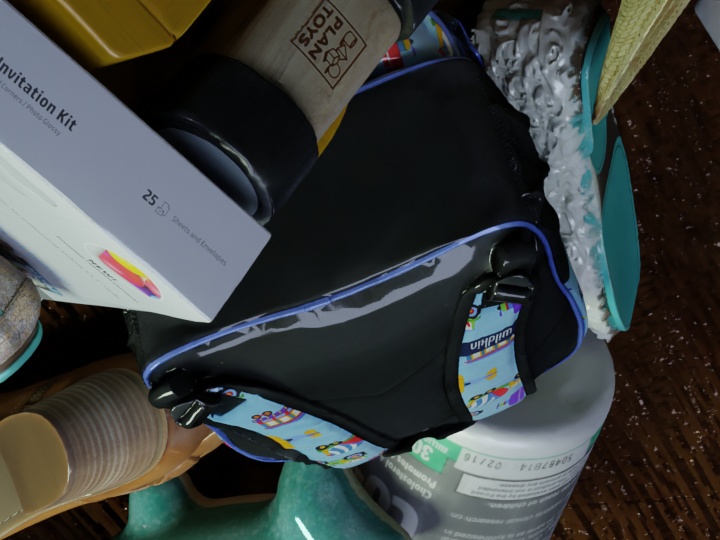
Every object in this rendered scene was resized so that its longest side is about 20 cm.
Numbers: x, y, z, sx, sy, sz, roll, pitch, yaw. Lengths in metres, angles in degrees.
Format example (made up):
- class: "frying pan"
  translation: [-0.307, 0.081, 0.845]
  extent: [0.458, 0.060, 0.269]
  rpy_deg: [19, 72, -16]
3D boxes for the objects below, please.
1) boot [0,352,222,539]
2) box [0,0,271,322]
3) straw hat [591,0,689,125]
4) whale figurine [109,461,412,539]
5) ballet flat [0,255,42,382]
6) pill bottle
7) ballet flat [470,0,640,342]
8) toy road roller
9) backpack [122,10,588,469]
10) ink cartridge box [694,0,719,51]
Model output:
- class: "boot"
  translation: [-0.132, 0.073, 1.338]
  extent: [0.155, 0.077, 0.200]
  rpy_deg: [-19, 176, -44]
- class: "box"
  translation: [-0.136, -0.048, 1.002]
  extent: [0.156, 0.200, 0.041]
  rpy_deg: [41, 76, -21]
- class: "straw hat"
  translation: [0.114, -0.162, 1.136]
  extent: [0.085, 0.201, 0.201]
  rpy_deg: [35, 128, 3]
- class: "whale figurine"
  translation: [-0.061, 0.159, 1.362]
  extent: [0.104, 0.159, 0.200]
  rpy_deg: [-33, 174, -48]
- class: "ballet flat"
  translation: [-0.189, -0.003, 1.075]
  extent: [0.199, 0.068, 0.067]
  rpy_deg: [3, 140, 48]
- class: "pill bottle"
  translation: [0.040, 0.103, 1.392]
  extent: [0.112, 0.114, 0.201]
  rpy_deg: [0, 136, -19]
- class: "ballet flat"
  translation: [0.084, -0.050, 1.286]
  extent: [0.071, 0.072, 0.201]
  rpy_deg: [-15, 137, -2]
- class: "toy road roller"
  translation: [-0.081, -0.108, 0.999]
  extent: [0.200, 0.123, 0.146]
  rpy_deg: [48, 153, -23]
- class: "backpack"
  translation: [0.000, 0.000, 1.210]
  extent: [0.182, 0.135, 0.200]
  rpy_deg: [-21, 159, 7]
- class: "ink cartridge box"
  translation: [0.240, -0.127, 1.171]
  extent: [0.084, 0.146, 0.200]
  rpy_deg: [1, 137, -34]
